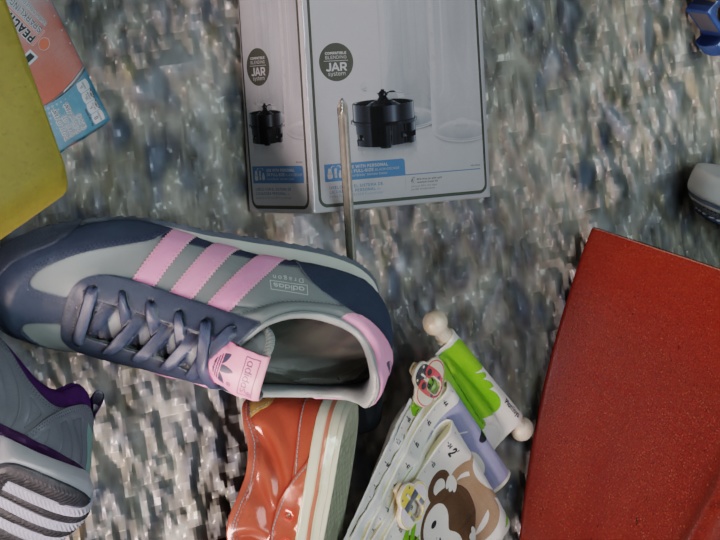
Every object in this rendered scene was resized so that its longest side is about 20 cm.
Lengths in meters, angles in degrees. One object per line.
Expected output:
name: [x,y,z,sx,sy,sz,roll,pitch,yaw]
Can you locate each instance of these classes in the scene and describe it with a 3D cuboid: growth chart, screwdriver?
growth chart: [0.036,0.139,1.197,0.145,0.018,0.201,43,63,-48]
screwdriver: [0.000,0.000,1.134,0.029,0.028,0.201,1,126,-2]

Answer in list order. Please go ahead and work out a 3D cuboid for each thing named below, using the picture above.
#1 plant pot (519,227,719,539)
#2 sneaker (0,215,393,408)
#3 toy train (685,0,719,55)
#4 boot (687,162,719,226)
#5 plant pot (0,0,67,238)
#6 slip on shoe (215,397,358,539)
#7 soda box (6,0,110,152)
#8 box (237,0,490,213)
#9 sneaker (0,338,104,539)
plant pot: [0.205,0.114,1.238,0.200,0.200,0.177,30,86,-31]
sneaker: [-0.077,0.024,1.071,0.199,0.082,0.070,3,122,-16]
toy train: [0.248,-0.100,1.348,0.046,0.034,0.200,-44,116,-11]
boot: [0.266,0.010,1.343,0.199,0.073,0.091,21,104,-18]
plant pot: [-0.227,-0.060,0.884,0.176,0.200,0.201,-21,90,-21]
slip on shoe: [-0.049,0.155,1.141,0.061,0.074,0.201,12,96,10]
soda box: [-0.192,-0.138,1.021,0.064,0.068,0.200,-36,112,-28]
box: [0.000,-0.132,1.159,0.116,0.060,0.201,-5,94,-34]
sneaker: [-0.210,0.051,1.035,0.200,0.074,0.088,30,40,-22]
